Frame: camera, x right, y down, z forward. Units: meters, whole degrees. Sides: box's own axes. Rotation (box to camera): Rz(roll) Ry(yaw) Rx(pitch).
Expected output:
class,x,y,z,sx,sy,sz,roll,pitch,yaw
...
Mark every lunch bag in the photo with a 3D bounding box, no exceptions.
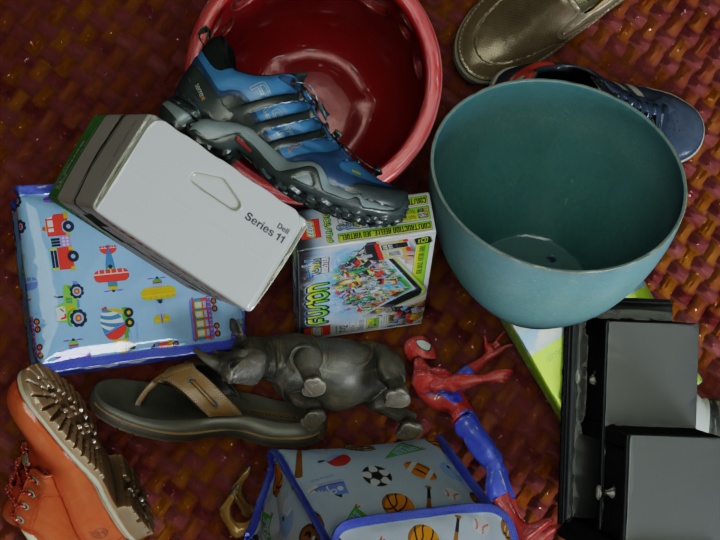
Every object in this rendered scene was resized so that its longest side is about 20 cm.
class,x,y,z,sx,sy,sz,roll,pitch,yaw
lunch bag,0.026,0.224,1.446,0.168,0.200,0.125,-2,124,-25
lunch bag,-0.180,0.000,1.534,0.198,0.094,0.152,-7,86,-14

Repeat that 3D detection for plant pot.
class,x,y,z,sx,sy,sz,roll,pitch,yaw
plant pot,-0.039,-0.139,1.490,0.198,0.183,0.203,0,83,-3
plant pot,0.144,-0.032,1.463,0.198,0.136,0.202,4,49,-5

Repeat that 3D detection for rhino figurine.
class,x,y,z,sx,sy,sz,roll,pitch,yaw
rhino figurine,-0.044,0.084,1.521,0.198,0.088,0.060,11,119,-21

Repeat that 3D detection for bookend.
class,x,y,z,sx,sy,sz,roll,pitch,yaw
bookend,0.220,0.123,1.453,0.091,0.200,0.201,2,90,-5

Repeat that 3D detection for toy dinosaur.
class,x,y,z,sx,sy,sz,roll,pitch,yaw
toy dinosaur,-0.072,0.221,1.541,0.106,0.060,0.201,38,86,-4

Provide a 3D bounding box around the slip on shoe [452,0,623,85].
class,x,y,z,sx,sy,sz,roll,pitch,yaw
slip on shoe,0.166,-0.227,1.575,0.199,0.061,0.077,-29,90,-5

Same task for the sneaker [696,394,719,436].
class,x,y,z,sx,sy,sz,roll,pitch,yaw
sneaker,0.317,0.210,1.564,0.114,0.076,0.203,8,85,-2

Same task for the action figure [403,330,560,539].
class,x,y,z,sx,sy,sz,roll,pitch,yaw
action figure,0.114,0.121,1.538,0.099,0.065,0.201,-38,70,0

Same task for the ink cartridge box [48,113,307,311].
class,x,y,z,sx,sy,sz,roll,pitch,yaw
ink cartridge box,-0.142,-0.047,1.405,0.146,0.200,0.084,34,83,-17

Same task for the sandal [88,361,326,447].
class,x,y,z,sx,sy,sz,roll,pitch,yaw
sandal,-0.123,0.105,1.526,0.198,0.082,0.055,8,109,-7

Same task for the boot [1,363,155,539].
class,x,y,z,sx,sy,sz,roll,pitch,yaw
boot,-0.250,0.162,1.485,0.106,0.075,0.201,-21,130,5

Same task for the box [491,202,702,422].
class,x,y,z,sx,sy,sz,roll,pitch,yaw
box,0.186,0.038,1.573,0.121,0.048,0.201,-31,92,-5

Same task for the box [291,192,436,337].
class,x,y,z,sx,sy,sz,roll,pitch,yaw
box,0.000,0.000,1.486,0.109,0.200,0.035,-8,69,-4

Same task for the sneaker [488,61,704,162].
class,x,y,z,sx,sy,sz,roll,pitch,yaw
sneaker,0.207,-0.128,1.552,0.198,0.084,0.076,7,86,-17

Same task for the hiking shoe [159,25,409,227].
class,x,y,z,sx,sy,sz,roll,pitch,yaw
hiking shoe,-0.047,-0.101,1.360,0.198,0.074,0.087,27,86,0
